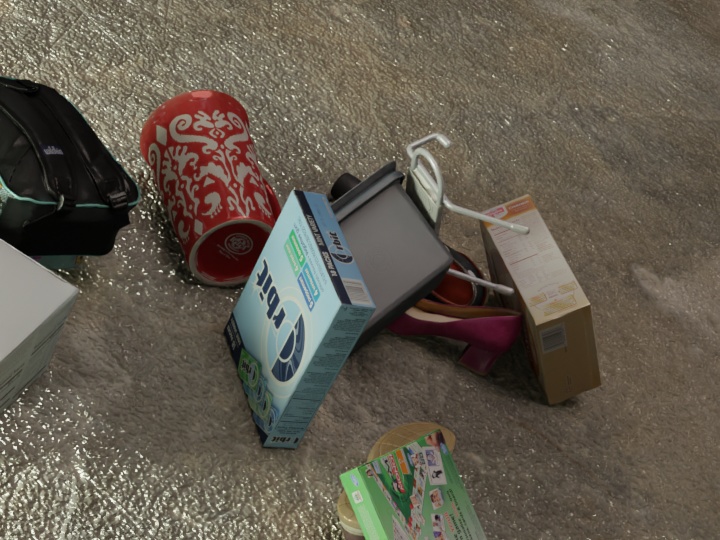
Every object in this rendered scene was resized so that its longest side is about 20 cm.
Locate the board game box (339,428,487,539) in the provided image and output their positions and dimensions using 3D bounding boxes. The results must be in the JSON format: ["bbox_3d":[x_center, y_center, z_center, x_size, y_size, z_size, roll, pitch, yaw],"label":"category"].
[{"bbox_3d":[0.069,0.265,1.399,0.134,0.029,0.202,-16,81,-49],"label":"board game box"}]

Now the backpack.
[{"bbox_3d":[-0.348,-0.100,1.516,0.175,0.153,0.201,-7,57,-47],"label":"backpack"}]

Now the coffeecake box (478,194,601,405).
[{"bbox_3d":[0.218,0.034,1.790,0.072,0.154,0.201,-20,46,-3],"label":"coffeecake box"}]

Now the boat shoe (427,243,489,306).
[{"bbox_3d":[0.076,-0.016,1.819,0.200,0.072,0.062,43,15,29],"label":"boat shoe"}]

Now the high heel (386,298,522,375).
[{"bbox_3d":[0.091,0.042,1.736,0.199,0.096,0.067,32,32,2],"label":"high heel"}]

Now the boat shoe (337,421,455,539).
[{"bbox_3d":[0.035,0.220,1.480,0.071,0.066,0.200,17,30,20],"label":"boat shoe"}]

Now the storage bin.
[{"bbox_3d":[0.000,0.000,1.674,0.199,0.146,0.135,-36,79,-24],"label":"storage bin"}]

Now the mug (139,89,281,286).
[{"bbox_3d":[-0.149,-0.091,1.691,0.176,0.134,0.201,3,44,-28],"label":"mug"}]

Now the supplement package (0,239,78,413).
[{"bbox_3d":[-0.390,0.037,1.338,0.199,0.111,0.156,32,32,3],"label":"supplement package"}]

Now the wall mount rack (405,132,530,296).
[{"bbox_3d":[0.111,-0.057,1.700,0.074,0.201,0.174,-23,59,-20],"label":"wall mount rack"}]

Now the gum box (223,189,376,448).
[{"bbox_3d":[-0.067,0.050,1.498,0.044,0.201,0.171,8,38,-30],"label":"gum box"}]

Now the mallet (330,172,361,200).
[{"bbox_3d":[-0.040,-0.062,1.833,0.066,0.041,0.200,34,36,11],"label":"mallet"}]
